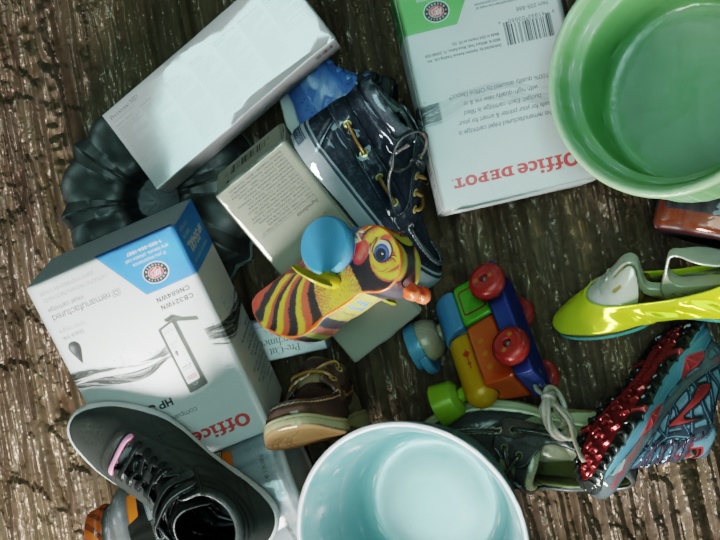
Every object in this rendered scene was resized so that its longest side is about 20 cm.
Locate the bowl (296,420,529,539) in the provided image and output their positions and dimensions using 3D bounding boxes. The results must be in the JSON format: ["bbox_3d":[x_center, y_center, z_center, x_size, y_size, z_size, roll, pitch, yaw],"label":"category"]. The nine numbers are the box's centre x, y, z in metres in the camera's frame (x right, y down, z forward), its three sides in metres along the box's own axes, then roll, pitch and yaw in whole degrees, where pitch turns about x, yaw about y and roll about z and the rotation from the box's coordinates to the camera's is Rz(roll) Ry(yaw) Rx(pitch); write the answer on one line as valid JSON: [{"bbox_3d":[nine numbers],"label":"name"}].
[{"bbox_3d":[0.055,0.212,1.027,0.197,0.105,0.205,3,100,17],"label":"bowl"}]

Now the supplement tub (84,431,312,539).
[{"bbox_3d":[-0.138,0.223,1.082,0.198,0.123,0.124,-25,87,5],"label":"supplement tub"}]

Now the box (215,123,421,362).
[{"bbox_3d":[-0.036,-0.024,1.065,0.082,0.069,0.201,-35,109,7],"label":"box"}]

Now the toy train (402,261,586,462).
[{"bbox_3d":[0.109,0.101,1.044,0.115,0.085,0.202,-29,50,16],"label":"toy train"}]

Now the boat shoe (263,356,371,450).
[{"bbox_3d":[-0.039,0.110,1.036,0.071,0.200,0.073,-15,81,15],"label":"boat shoe"}]

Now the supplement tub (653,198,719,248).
[{"bbox_3d":[0.323,-0.123,1.047,0.105,0.107,0.204,12,91,6],"label":"supplement tub"}]

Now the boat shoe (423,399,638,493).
[{"bbox_3d":[0.149,0.162,1.072,0.197,0.066,0.073,1,125,3],"label":"boat shoe"}]

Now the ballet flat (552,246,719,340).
[{"bbox_3d":[0.259,0.014,1.051,0.197,0.067,0.068,-6,122,24],"label":"ballet flat"}]

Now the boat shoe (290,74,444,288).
[{"bbox_3d":[0.034,-0.072,1.049,0.090,0.071,0.200,-35,121,13],"label":"boat shoe"}]

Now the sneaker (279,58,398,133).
[{"bbox_3d":[-0.024,-0.175,1.094,0.110,0.077,0.203,-16,92,11],"label":"sneaker"}]

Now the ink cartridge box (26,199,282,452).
[{"bbox_3d":[-0.174,0.064,1.052,0.144,0.084,0.202,-22,106,9],"label":"ink cartridge box"}]

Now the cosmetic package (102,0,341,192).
[{"bbox_3d":[-0.118,-0.163,1.042,0.199,0.051,0.083,-39,88,5],"label":"cosmetic package"}]

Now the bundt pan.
[{"bbox_3d":[-0.188,-0.066,1.113,0.198,0.076,0.206,0,90,6],"label":"bundt pan"}]

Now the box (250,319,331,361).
[{"bbox_3d":[-0.127,0.073,1.123,0.197,0.039,0.042,-12,91,6],"label":"box"}]

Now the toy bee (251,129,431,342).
[{"bbox_3d":[0.000,0.000,0.972,0.109,0.130,0.201,54,131,28],"label":"toy bee"}]

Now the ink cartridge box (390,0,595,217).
[{"bbox_3d":[0.116,-0.160,1.073,0.143,0.084,0.204,-12,88,-1],"label":"ink cartridge box"}]

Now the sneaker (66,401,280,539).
[{"bbox_3d":[-0.160,0.168,0.974,0.198,0.099,0.071,30,94,6],"label":"sneaker"}]

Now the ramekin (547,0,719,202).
[{"bbox_3d":[0.260,-0.151,0.970,0.197,0.097,0.204,-5,81,31],"label":"ramekin"}]

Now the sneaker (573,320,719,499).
[{"bbox_3d":[0.264,0.132,1.033,0.096,0.079,0.200,48,62,-5],"label":"sneaker"}]
